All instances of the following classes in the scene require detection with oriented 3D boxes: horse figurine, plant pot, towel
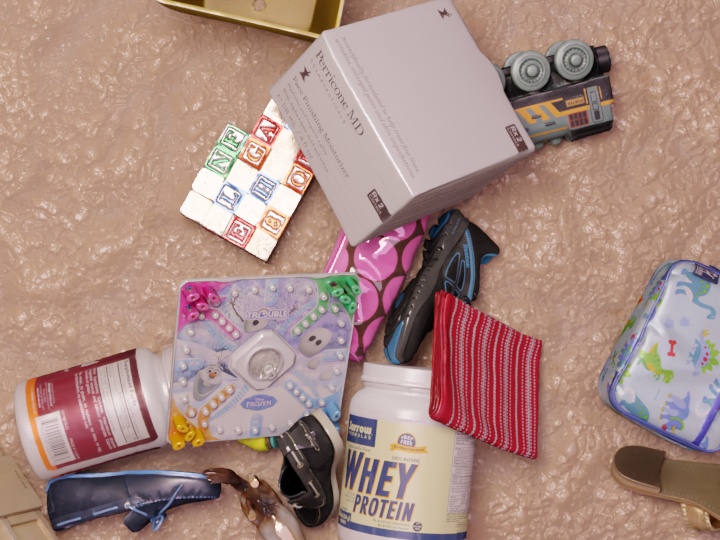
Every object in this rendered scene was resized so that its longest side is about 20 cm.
[{"bbox_3d":[-0.094,0.285,1.478,0.050,0.133,0.200,-39,88,-8],"label":"horse figurine"},{"bbox_3d":[-0.106,-0.353,1.474,0.199,0.176,0.201,12,87,-3],"label":"plant pot"},{"bbox_3d":[0.140,0.116,1.462,0.022,0.200,0.146,-12,64,38],"label":"towel"}]

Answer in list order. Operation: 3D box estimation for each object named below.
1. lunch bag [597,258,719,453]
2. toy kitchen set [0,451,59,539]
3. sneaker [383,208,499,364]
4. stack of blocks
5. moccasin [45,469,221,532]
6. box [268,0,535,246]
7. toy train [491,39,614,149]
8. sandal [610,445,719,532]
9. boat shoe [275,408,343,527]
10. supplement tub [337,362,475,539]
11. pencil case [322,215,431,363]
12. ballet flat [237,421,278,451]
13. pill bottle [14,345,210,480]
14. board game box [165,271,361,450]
[{"bbox_3d":[0.380,0.097,1.529,0.160,0.082,0.201,29,88,-4],"label":"lunch bag"},{"bbox_3d":[-0.459,0.297,1.438,0.180,0.163,0.200,-40,76,13],"label":"toy kitchen set"},{"bbox_3d":[0.093,0.026,1.501,0.082,0.073,0.201,33,67,-11],"label":"sneaker"},{"bbox_3d":[-0.108,-0.123,1.524,0.115,0.059,0.201,30,87,-1],"label":"stack of blocks"},{"bbox_3d":[-0.252,0.262,1.501,0.198,0.080,0.069,-5,74,10],"label":"moccasin"},{"bbox_3d":[0.045,-0.162,1.431,0.199,0.131,0.200,-23,81,-39],"label":"box"},{"bbox_3d":[0.198,-0.195,1.533,0.199,0.085,0.115,-15,98,-3],"label":"toy train"},{"bbox_3d":[0.389,0.265,1.538,0.210,0.070,0.078,17,49,14],"label":"sandal"},{"bbox_3d":[-0.064,0.225,1.455,0.067,0.201,0.072,-33,62,-24],"label":"boat shoe"},{"bbox_3d":[0.054,0.207,1.477,0.144,0.145,0.202,6,88,-2],"label":"supplement tub"},{"bbox_3d":[0.000,0.000,1.513,0.093,0.091,0.201,27,84,-37],"label":"pencil case"},{"bbox_3d":[-0.111,0.104,1.518,0.067,0.067,0.202,9,89,19],"label":"ballet flat"},{"bbox_3d":[-0.271,0.151,1.480,0.199,0.114,0.115,-16,89,-3],"label":"pill bottle"},{"bbox_3d":[-0.102,0.100,1.430,0.199,0.026,0.201,-2,118,-21],"label":"board game box"}]
